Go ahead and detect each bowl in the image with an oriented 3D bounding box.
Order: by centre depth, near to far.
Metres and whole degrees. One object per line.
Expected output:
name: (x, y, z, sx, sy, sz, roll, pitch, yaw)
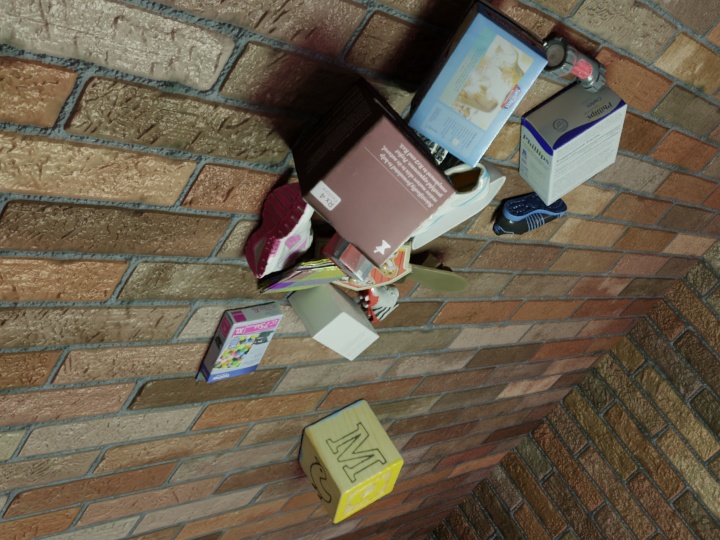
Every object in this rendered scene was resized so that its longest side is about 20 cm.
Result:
bowl: (0.165, -0.133, 1.653, 0.198, 0.075, 0.200, -32, 170, -10)

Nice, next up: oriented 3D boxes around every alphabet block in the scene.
alphabet block: (-0.028, 0.495, 2.272, 0.193, 0.201, 0.197, -23, 149, -24)

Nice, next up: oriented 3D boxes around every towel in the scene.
towel: (-0.087, 0.007, 1.552, 0.141, 0.023, 0.199, -7, 171, -29)

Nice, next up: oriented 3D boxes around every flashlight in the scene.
flashlight: (0.395, -0.373, 1.609, 0.068, 0.068, 0.198, -50, 149, 22)

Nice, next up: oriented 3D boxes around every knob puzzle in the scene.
knob puzzle: (0.000, 0.000, 1.635, 0.214, 0.031, 0.221, 1, 155, 0)

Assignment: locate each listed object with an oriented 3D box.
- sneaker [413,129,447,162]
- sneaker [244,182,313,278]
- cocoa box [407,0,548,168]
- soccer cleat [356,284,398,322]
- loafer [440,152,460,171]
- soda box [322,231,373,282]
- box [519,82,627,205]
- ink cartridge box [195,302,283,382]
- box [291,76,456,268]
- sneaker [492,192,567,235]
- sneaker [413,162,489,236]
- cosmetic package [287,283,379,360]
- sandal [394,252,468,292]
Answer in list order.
sneaker: (0.133, -0.232, 1.503, 0.198, 0.078, 0.087, -31, -165, 21)
sneaker: (-0.119, -0.073, 1.454, 0.087, 0.082, 0.201, -11, 151, -41)
cocoa box: (0.177, -0.290, 1.344, 0.202, 0.132, 0.132, -56, -170, 26)
soccer cleat: (0.038, 0.049, 1.822, 0.084, 0.069, 0.201, -28, 156, -5)
loafer: (0.135, -0.193, 1.577, 0.198, 0.072, 0.063, -31, 158, -16)
soda box: (0.026, -0.085, 1.457, 0.070, 0.063, 0.202, 43, 77, -32)
box: (0.425, -0.263, 1.769, 0.182, 0.106, 0.201, -32, 153, -9)
ink cartridge box: (-0.235, 0.150, 1.685, 0.118, 0.042, 0.201, -10, 143, -41)
box: (0.014, -0.149, 1.295, 0.164, 0.201, 0.166, -43, 116, 12)
sneaker: (0.379, -0.124, 1.972, 0.197, 0.071, 0.078, -9, 146, -34)
sneaker: (0.131, -0.129, 1.510, 0.197, 0.077, 0.081, -30, 163, 0)
cosmetic package: (-0.051, 0.095, 1.746, 0.084, 0.108, 0.200, -39, 151, 7)
sandal: (0.139, -0.008, 1.865, 0.207, 0.071, 0.078, 8, 149, -25)
